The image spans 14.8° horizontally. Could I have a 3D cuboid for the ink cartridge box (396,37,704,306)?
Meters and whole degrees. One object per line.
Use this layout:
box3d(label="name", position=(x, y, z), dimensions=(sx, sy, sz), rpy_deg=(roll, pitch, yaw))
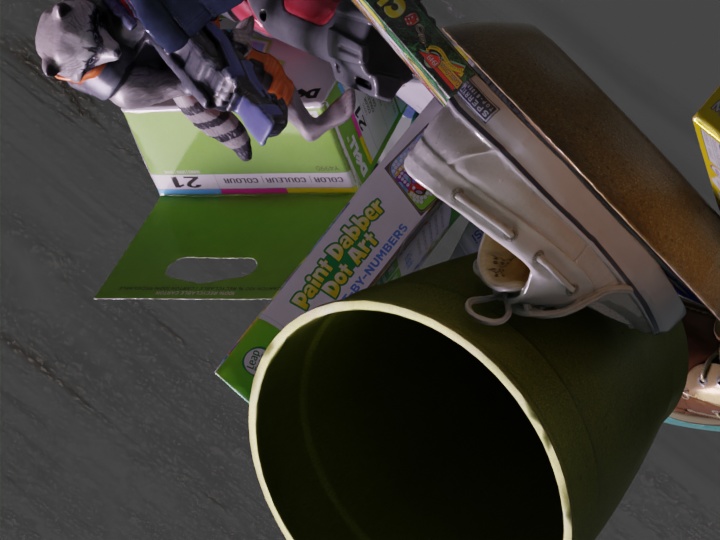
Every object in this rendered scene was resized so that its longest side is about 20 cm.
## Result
box3d(label="ink cartridge box", position=(0.118, -0.059, 1.586), dimensions=(0.198, 0.047, 0.200), rpy_deg=(38, 180, -11))

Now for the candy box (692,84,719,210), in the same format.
box3d(label="candy box", position=(0.198, -0.021, 1.223), dimensions=(0.102, 0.026, 0.200), rpy_deg=(38, 178, 15))

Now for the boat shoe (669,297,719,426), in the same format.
box3d(label="boat shoe", position=(0.231, 0.059, 1.622), dimensions=(0.200, 0.076, 0.074), rpy_deg=(22, 164, 5))

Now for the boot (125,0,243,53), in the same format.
box3d(label="boot", position=(-0.109, -0.196, 1.477), dimensions=(0.073, 0.090, 0.200), rpy_deg=(52, -178, -39))

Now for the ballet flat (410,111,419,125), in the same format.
box3d(label="ballet flat", position=(0.105, -0.054, 1.772), dimensions=(0.074, 0.074, 0.200), rpy_deg=(37, 179, 40))

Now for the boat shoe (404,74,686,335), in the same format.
box3d(label="boat shoe", position=(0.085, -0.009, 1.386), dimensions=(0.202, 0.086, 0.075), rpy_deg=(42, -174, -45))

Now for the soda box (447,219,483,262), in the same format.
box3d(label="soda box", position=(0.091, 0.019, 1.766), dimensions=(0.063, 0.068, 0.200), rpy_deg=(26, 167, 9))

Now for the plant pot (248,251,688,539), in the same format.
box3d(label="plant pot", position=(0.076, 0.070, 1.495), dimensions=(0.200, 0.201, 0.193), rpy_deg=(38, -139, 15))

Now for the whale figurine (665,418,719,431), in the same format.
box3d(label="whale figurine", position=(0.205, 0.063, 1.740), dimensions=(0.200, 0.104, 0.159), rpy_deg=(42, 179, 35))

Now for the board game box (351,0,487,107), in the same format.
box3d(label="board game box", position=(0.001, -0.150, 1.427), dimensions=(0.200, 0.023, 0.105), rpy_deg=(50, 178, 14))

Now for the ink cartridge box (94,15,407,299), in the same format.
box3d(label="ink cartridge box", position=(-0.074, -0.073, 1.693), dimensions=(0.148, 0.200, 0.076), rpy_deg=(0, 131, 27))

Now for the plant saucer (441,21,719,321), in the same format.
box3d(label="plant saucer", position=(0.120, -0.057, 1.354), dimensions=(0.200, 0.035, 0.200), rpy_deg=(46, -175, -5))

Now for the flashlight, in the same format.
box3d(label="flashlight", position=(-0.023, -0.160, 1.637), dimensions=(0.200, 0.068, 0.068), rpy_deg=(27, 150, 57))

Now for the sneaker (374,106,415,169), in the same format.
box3d(label="sneaker", position=(0.018, -0.076, 1.896), dimensions=(0.081, 0.115, 0.199), rpy_deg=(39, 178, 14))

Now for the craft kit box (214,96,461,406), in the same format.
box3d(label="craft kit box", position=(0.000, 0.000, 1.600), dimensions=(0.049, 0.198, 0.200), rpy_deg=(41, 177, 5))

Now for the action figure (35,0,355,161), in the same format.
box3d(label="action figure", position=(-0.096, -0.105, 1.531), dimensions=(0.193, 0.105, 0.200), rpy_deg=(12, -147, -45))
